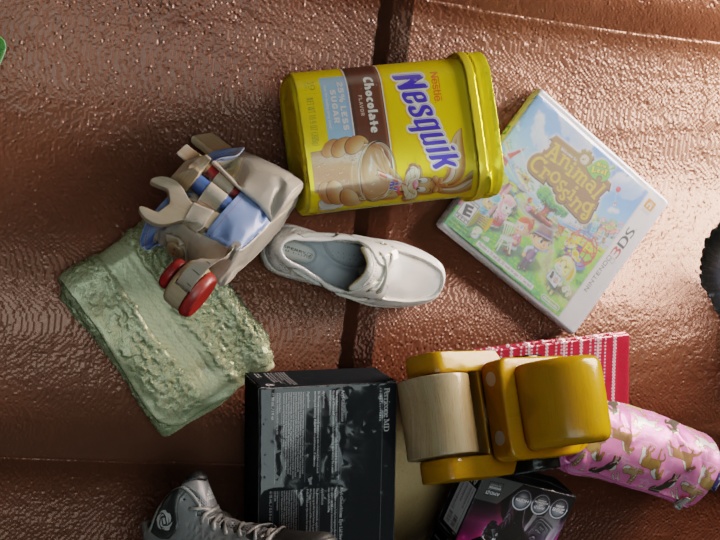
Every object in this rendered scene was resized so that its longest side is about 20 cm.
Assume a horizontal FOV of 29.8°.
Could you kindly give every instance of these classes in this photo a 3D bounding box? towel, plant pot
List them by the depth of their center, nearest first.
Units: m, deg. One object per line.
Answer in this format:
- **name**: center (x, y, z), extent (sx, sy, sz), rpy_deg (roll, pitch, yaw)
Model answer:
- **towel**: center (-0.187, 0.050, 1.327), extent (0.148, 0.036, 0.200), rpy_deg (-36, 106, -11)
- **plant pot**: center (0.032, 0.215, 1.421), extent (0.200, 0.027, 0.200), rpy_deg (-2, 97, -17)
- **towel**: center (0.206, 0.143, 1.456), extent (0.200, 0.022, 0.145), rpy_deg (-4, 98, -24)

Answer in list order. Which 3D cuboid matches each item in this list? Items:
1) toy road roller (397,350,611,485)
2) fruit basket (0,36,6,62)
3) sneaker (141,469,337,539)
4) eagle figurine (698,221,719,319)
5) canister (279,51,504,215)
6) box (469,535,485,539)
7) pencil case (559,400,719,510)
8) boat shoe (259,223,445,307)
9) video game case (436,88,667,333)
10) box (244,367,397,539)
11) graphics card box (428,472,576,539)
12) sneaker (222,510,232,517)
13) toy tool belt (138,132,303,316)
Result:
- **toy road roller**: center (0.149, 0.133, 1.309), extent (0.200, 0.146, 0.123), rpy_deg (1, 75, -37)
- **fruit basket**: center (-0.353, -0.148, 1.166), extent (0.094, 0.200, 0.185), rpy_deg (19, 91, -33)
- **sneaker**: center (-0.123, 0.238, 1.264), extent (0.200, 0.075, 0.116), rpy_deg (-16, 78, 16)
- **eagle figurine**: center (0.474, 0.041, 1.502), extent (0.152, 0.151, 0.200), rpy_deg (21, 53, -57)
- **canister**: center (0.029, -0.134, 1.339), extent (0.200, 0.087, 0.149), rpy_deg (-8, 88, -15)
- **box**: center (0.044, 0.347, 1.337), extent (0.200, 0.035, 0.110), rpy_deg (-19, 114, -5)
- **pencil case**: center (0.290, 0.193, 1.445), extent (0.200, 0.087, 0.083), rpy_deg (20, 119, -25)
- **boat shoe**: center (0.000, 0.000, 1.361), extent (0.200, 0.069, 0.071), rpy_deg (10, 92, -19)
- **video game case**: center (0.207, -0.061, 1.443), extent (0.200, 0.022, 0.182), rpy_deg (38, 85, -18)
- **box**: center (-0.041, 0.203, 1.341), extent (0.141, 0.079, 0.200), rpy_deg (0, 97, -15)
- **graphics card box**: center (0.131, 0.303, 1.427), extent (0.125, 0.051, 0.200), rpy_deg (19, 100, -27)
- **sneaker**: center (-0.161, 0.336, 1.350), extent (0.088, 0.075, 0.200), rpy_deg (1, 97, -18)
- **toy tool belt**: center (-0.153, -0.050, 1.259), extent (0.123, 0.125, 0.200), rpy_deg (37, 45, 5)
